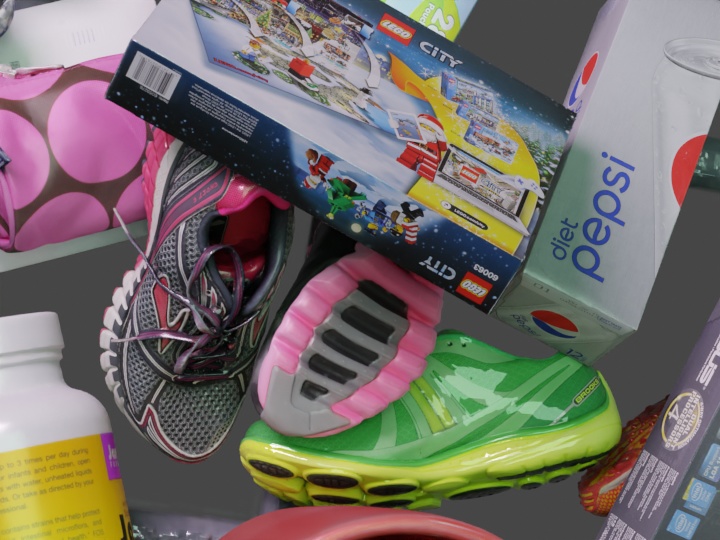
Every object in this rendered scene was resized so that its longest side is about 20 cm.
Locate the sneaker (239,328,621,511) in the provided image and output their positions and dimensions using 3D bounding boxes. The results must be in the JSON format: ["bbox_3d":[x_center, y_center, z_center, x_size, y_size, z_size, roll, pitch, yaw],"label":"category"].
[{"bbox_3d":[0.033,0.077,1.120,0.199,0.074,0.084,-7,67,-14],"label":"sneaker"}]

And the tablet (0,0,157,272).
[{"bbox_3d":[-0.188,-0.065,1.118,0.199,0.014,0.131,-15,86,-11],"label":"tablet"}]

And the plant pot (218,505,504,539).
[{"bbox_3d":[-0.009,0.198,1.024,0.199,0.177,0.202,-2,96,-16],"label":"plant pot"}]

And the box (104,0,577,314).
[{"bbox_3d":[-0.004,-0.076,1.015,0.199,0.038,0.137,30,36,-2],"label":"box"}]

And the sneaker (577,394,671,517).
[{"bbox_3d":[0.208,0.088,1.146,0.199,0.073,0.077,-24,98,-10],"label":"sneaker"}]

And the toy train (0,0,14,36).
[{"bbox_3d":[-0.272,-0.150,1.071,0.199,0.087,0.115,30,80,-1],"label":"toy train"}]

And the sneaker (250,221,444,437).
[{"bbox_3d":[0.000,0.000,1.104,0.079,0.095,0.200,42,67,-22],"label":"sneaker"}]

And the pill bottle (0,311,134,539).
[{"bbox_3d":[-0.163,0.125,1.053,0.104,0.104,0.201,-11,86,-12],"label":"pill bottle"}]

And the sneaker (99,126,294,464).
[{"bbox_3d":[-0.078,0.015,1.057,0.080,0.075,0.201,-9,129,-23],"label":"sneaker"}]

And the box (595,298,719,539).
[{"bbox_3d":[0.205,0.132,1.103,0.161,0.049,0.201,25,94,-26],"label":"box"}]

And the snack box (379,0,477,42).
[{"bbox_3d":[-0.008,-0.220,1.106,0.199,0.068,0.169,30,81,-7],"label":"snack box"}]

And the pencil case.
[{"bbox_3d":[-0.099,-0.075,1.085,0.199,0.091,0.094,-15,95,-21],"label":"pencil case"}]

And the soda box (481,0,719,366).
[{"bbox_3d":[0.134,-0.056,1.128,0.068,0.063,0.201,27,65,-7],"label":"soda box"}]
